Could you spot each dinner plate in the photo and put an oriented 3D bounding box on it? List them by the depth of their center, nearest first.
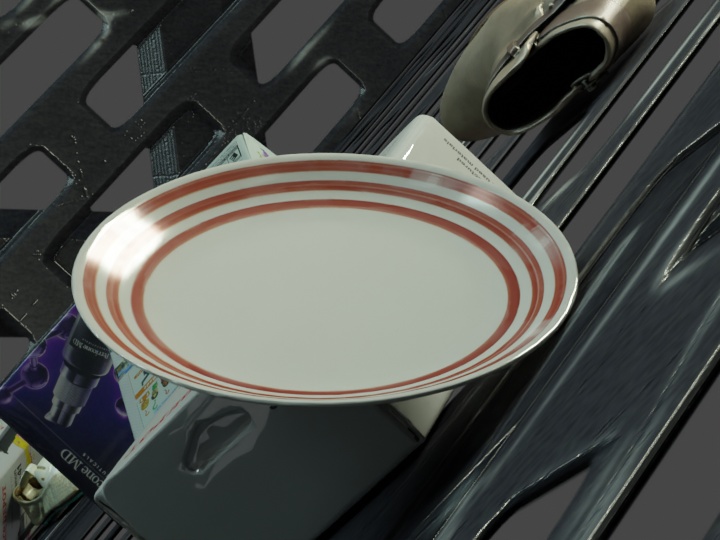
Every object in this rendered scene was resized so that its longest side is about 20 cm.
[{"bbox_3d":[-0.014,0.007,0.975,0.200,0.199,0.024,-54,-32,-56],"label":"dinner plate"}]

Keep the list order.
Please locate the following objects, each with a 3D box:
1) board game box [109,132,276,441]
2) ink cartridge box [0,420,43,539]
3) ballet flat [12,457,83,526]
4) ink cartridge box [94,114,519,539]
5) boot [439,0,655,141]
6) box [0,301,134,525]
[{"bbox_3d":[-0.081,0.026,1.507,0.148,0.064,0.200,-46,29,14],"label":"board game box"},{"bbox_3d":[-0.413,0.239,2.865,0.200,0.085,0.148,-57,-23,-53],"label":"ink cartridge box"},{"bbox_3d":[-0.339,0.234,2.712,0.068,0.062,0.200,-50,5,-32],"label":"ballet flat"},{"bbox_3d":[-0.014,0.039,1.105,0.146,0.084,0.200,-45,6,34],"label":"ink cartridge box"},{"bbox_3d":[0.101,-0.120,1.496,0.200,0.070,0.146,-46,7,33],"label":"boot"},{"bbox_3d":[-0.171,0.073,1.938,0.200,0.148,0.104,-48,5,8],"label":"box"}]
